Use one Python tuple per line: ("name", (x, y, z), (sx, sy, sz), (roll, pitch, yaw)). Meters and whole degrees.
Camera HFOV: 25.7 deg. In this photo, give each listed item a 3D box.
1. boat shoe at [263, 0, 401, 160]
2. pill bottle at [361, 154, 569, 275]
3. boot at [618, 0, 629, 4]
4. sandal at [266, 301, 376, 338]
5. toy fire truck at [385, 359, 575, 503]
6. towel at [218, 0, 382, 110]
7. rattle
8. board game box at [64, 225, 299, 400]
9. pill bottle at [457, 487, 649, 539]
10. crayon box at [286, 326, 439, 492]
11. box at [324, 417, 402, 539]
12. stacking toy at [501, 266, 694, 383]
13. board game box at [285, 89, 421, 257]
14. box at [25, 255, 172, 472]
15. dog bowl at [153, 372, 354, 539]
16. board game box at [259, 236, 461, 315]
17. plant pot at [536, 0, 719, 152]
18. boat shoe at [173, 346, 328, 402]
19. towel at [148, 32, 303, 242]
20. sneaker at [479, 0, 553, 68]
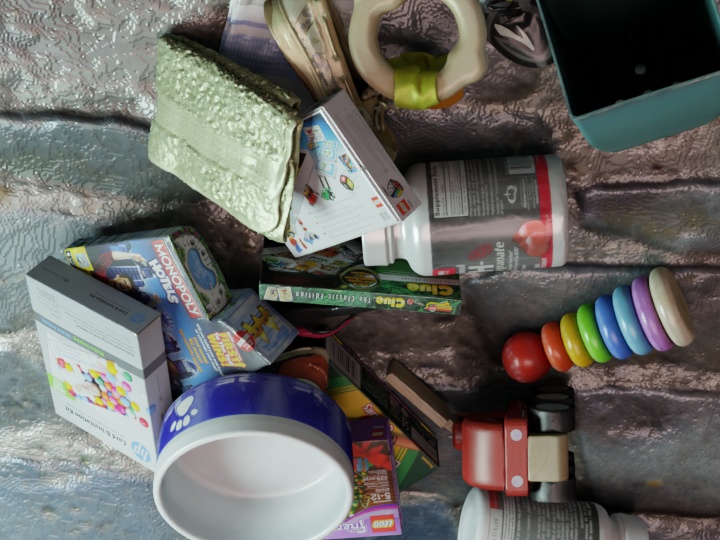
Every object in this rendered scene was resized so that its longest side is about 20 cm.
("boat shoe", (-0.014, -0.178, 1.460), (0.062, 0.073, 0.200), (-28, 120, 15))
("pill bottle", (0.100, -0.052, 1.543), (0.199, 0.111, 0.111), (-4, 123, 2))
("boot", (0.260, -0.353, 1.377), (0.200, 0.069, 0.188), (-37, 116, 20))
("sandal", (-0.049, 0.042, 1.629), (0.199, 0.075, 0.045), (-14, 121, 18))
("toy fire truck", (0.125, 0.163, 1.656), (0.199, 0.176, 0.130), (-1, 96, 7))
("towel", (-0.058, -0.216, 1.489), (0.146, 0.024, 0.201), (12, 122, -9))
("rattle", (0.046, -0.250, 1.451), (0.130, 0.143, 0.201), (-29, 89, 27))
("board game box", (-0.170, 0.040, 1.583), (0.199, 0.062, 0.201), (-6, 119, 36))
("pill bottle", (0.215, 0.312, 1.776), (0.199, 0.114, 0.114), (10, 122, -6))
("crayon box", (-0.042, 0.182, 1.724), (0.172, 0.058, 0.200), (-35, 116, 20))
("box", (-0.059, 0.229, 1.697), (0.199, 0.039, 0.137), (-5, 125, 6))
("stacking toy", (0.241, 0.069, 1.645), (0.199, 0.086, 0.086), (-23, 120, 19))
("board game box", (-0.040, -0.086, 1.479), (0.127, 0.035, 0.200), (56, 150, -11))
("box", (-0.261, 0.098, 1.617), (0.155, 0.041, 0.201), (26, 139, 27))
("dog bowl", (-0.105, 0.195, 1.584), (0.199, 0.079, 0.201), (0, 135, 0))
("board game box", (0.000, 0.000, 1.580), (0.199, 0.105, 0.024), (5, 122, -3))
("plant pot", (0.250, -0.186, 1.405), (0.140, 0.142, 0.200), (-17, 162, 11))
("boat shoe", (-0.120, 0.128, 1.637), (0.199, 0.063, 0.071), (-17, 130, 26))
("towel", (-0.128, -0.126, 1.468), (0.036, 0.200, 0.149), (-22, 133, -40))
("sneaker", (0.122, -0.260, 1.425), (0.070, 0.083, 0.200), (-25, 121, 10))
